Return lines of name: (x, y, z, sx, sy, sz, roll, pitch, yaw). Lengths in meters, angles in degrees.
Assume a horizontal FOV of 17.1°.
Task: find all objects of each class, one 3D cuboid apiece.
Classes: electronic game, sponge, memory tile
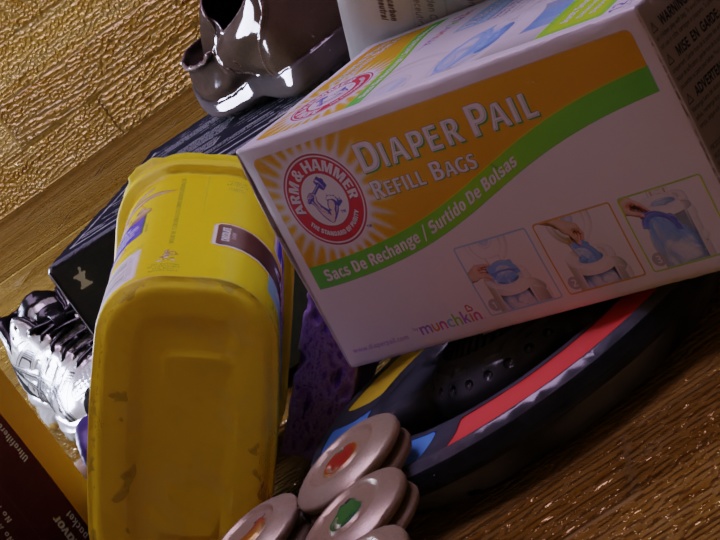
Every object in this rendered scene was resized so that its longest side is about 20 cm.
electronic game: (0.063, 0.031, 0.955, 0.200, 0.042, 0.200, -35, 10, 7)
sponge: (0.000, 0.000, 1.110, 0.030, 0.112, 0.200, 10, 19, 5)
memory tile: (-0.057, 0.136, 0.863, 0.200, 0.017, 0.153, -41, 15, 13)

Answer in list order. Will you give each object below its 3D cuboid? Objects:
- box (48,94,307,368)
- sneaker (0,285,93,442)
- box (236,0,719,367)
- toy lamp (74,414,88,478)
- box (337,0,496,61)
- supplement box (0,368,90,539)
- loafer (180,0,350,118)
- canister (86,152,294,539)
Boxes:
box: (-0.037, -0.034, 1.321, 0.200, 0.123, 0.198, -31, 11, 22)
sneaker: (-0.185, 0.053, 1.517, 0.076, 0.088, 0.200, -39, 12, -22)
box: (0.070, -0.049, 0.919, 0.200, 0.102, 0.112, -16, 18, 41)
toy lamp: (-0.169, 0.128, 1.235, 0.200, 0.058, 0.058, -35, 11, 17)
box: (0.092, -0.161, 0.994, 0.199, 0.199, 0.131, 6, 57, 14)
supplement box: (-0.231, 0.170, 1.033, 0.197, 0.133, 0.200, -29, 13, 33)
loafer: (-0.051, -0.133, 1.281, 0.073, 0.071, 0.200, -38, 12, -19)
canister: (-0.075, 0.042, 1.072, 0.086, 0.149, 0.200, 3, 16, -2)
